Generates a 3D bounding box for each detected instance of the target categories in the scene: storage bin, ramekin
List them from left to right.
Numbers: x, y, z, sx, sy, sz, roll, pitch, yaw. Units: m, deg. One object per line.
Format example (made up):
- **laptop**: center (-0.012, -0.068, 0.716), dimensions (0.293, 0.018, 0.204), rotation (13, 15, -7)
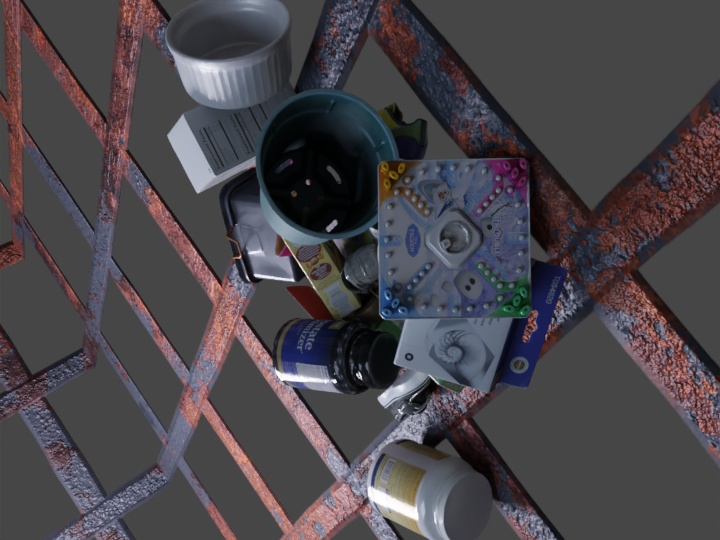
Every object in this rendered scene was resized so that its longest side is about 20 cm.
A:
- **ramekin**: center (-0.198, -0.342, 1.374), dimensions (0.199, 0.199, 0.099), rotation (35, 149, 33)
- **storage bin**: center (-0.159, -0.070, 1.595), dimensions (0.132, 0.145, 0.204), rotation (10, 124, 38)

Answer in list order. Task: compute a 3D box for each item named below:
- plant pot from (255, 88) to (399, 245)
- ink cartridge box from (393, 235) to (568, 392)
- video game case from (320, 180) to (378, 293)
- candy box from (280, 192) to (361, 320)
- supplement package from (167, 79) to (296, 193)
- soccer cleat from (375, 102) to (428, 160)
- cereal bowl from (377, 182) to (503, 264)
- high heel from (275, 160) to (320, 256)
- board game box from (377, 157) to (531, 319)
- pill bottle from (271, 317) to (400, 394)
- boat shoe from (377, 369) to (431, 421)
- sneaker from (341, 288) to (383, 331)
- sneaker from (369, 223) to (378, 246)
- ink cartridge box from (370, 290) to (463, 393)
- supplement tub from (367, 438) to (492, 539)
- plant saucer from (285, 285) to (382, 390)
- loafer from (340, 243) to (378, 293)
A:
- **plant pot**: center (-0.062, -0.128, 1.251), dimensions (0.203, 0.198, 0.196), rotation (59, 165, 0)
- **ink cartridge box**: center (0.160, 0.065, 1.186), dimensions (0.195, 0.041, 0.204), rotation (14, 116, 3)
- **video game case**: center (-0.012, -0.056, 1.494), dimensions (0.180, 0.023, 0.204), rotation (6, 118, 53)
- **candy box**: center (-0.071, -0.030, 1.432), dimensions (0.202, 0.054, 0.116), rotation (59, -173, -22)
- **supplement package**: center (-0.199, -0.229, 1.445), dimensions (0.111, 0.198, 0.113), rotation (61, 151, -4)
- **soccer cleat**: center (0.030, -0.209, 1.295), dimensions (0.199, 0.064, 0.086), rotation (29, 108, 46)
- **cereal bowl**: center (0.124, -0.038, 1.214), dimensions (0.195, 0.084, 0.205), rotation (4, 117, 8)
- **high heel**: center (-0.113, -0.121, 1.474), dimensions (0.067, 0.095, 0.204), rotation (33, 138, 35)
- **board game box**: center (0.120, -0.041, 1.118), dimensions (0.026, 0.194, 0.206), rotation (34, -125, -86)
- **pill bottle**: center (-0.037, 0.136, 1.390), dimensions (0.197, 0.111, 0.114), rotation (0, 116, 39)
- **boat shoe**: center (0.092, 0.213, 1.528), dimensions (0.071, 0.072, 0.200), rotation (47, 158, 5)
- **sneaker**: center (0.030, 0.088, 1.485), dimensions (0.090, 0.067, 0.200), rotation (45, 166, -5)
- **sneaker**: center (0.041, -0.066, 1.338), dimensions (0.074, 0.099, 0.203), rotation (37, 143, 27)
- **ink cartridge box**: center (0.087, 0.115, 1.362), dimensions (0.145, 0.048, 0.199), rotation (41, -176, 29)
- **supplement tub**: center (0.121, 0.388, 1.540), dimensions (0.198, 0.143, 0.147), rotation (9, 123, 52)
- **plant saucer**: center (-0.035, 0.114, 1.573), dimensions (0.200, 0.037, 0.200), rotation (45, 177, 23)
- **loafer**: center (0.000, 0.000, 1.376), dimensions (0.071, 0.069, 0.200), rotation (61, 177, 7)
